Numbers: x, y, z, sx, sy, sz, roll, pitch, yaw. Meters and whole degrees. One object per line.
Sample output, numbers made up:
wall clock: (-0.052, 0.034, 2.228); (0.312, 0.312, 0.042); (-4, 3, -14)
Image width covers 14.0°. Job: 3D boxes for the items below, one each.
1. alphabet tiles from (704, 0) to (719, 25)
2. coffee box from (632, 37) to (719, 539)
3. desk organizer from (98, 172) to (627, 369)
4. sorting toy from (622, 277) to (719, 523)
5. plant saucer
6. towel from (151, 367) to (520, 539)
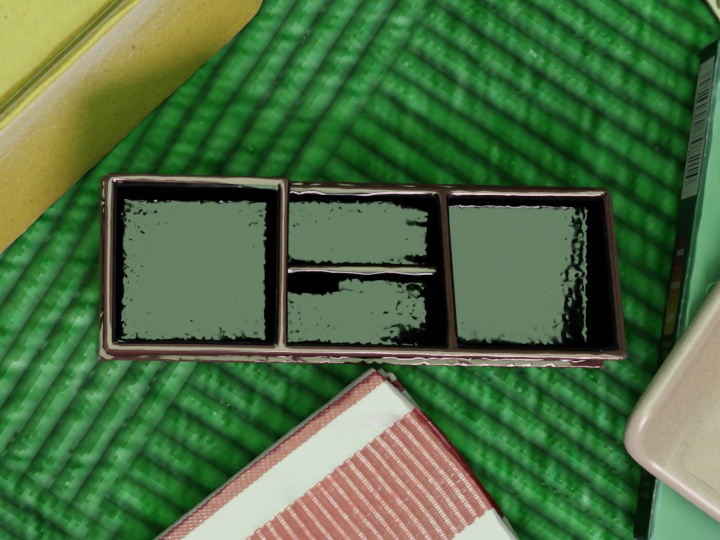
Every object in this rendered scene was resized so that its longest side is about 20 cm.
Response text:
alphabet tiles: (0.161, -0.219, 1.169); (0.167, 0.008, 0.200); (-33, 90, -5)
coffee box: (0.178, 0.017, 1.142); (0.122, 0.044, 0.201); (7, 87, -6)
desk organizer: (0.000, 0.000, 1.113); (0.199, 0.077, 0.072); (1, 88, -4)
sorting toy: (0.220, 0.044, 1.109); (0.200, 0.036, 0.186); (36, 84, -10)
plant saucer: (-0.170, -0.114, 1.119); (0.200, 0.048, 0.200); (-43, 91, -5)
towel: (0.014, 0.157, 1.137); (0.144, 0.023, 0.200); (-37, 89, -3)
